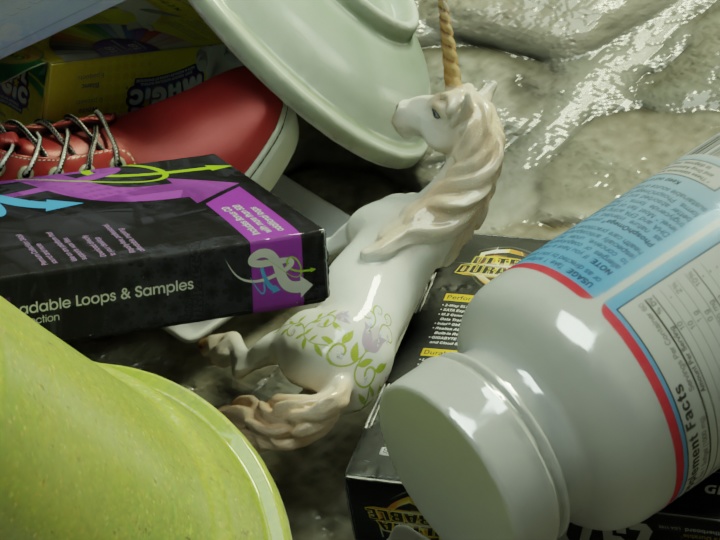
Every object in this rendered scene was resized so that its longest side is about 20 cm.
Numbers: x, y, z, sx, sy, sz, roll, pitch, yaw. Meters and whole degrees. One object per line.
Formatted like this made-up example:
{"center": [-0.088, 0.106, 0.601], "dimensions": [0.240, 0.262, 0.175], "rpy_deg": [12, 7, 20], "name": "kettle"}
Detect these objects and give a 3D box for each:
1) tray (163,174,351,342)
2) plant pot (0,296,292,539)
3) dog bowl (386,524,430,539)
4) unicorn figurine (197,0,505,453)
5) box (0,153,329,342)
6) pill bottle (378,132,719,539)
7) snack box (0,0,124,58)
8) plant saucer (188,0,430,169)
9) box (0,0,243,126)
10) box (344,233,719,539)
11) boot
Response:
{"center": [-0.101, -0.029, 1.240], "dimensions": [0.107, 0.022, 0.200], "rpy_deg": [-35, 46, -25], "name": "tray"}
{"center": [-0.144, 0.084, 0.860], "dimensions": [0.199, 0.184, 0.201], "rpy_deg": [-8, 60, 15], "name": "plant pot"}
{"center": [-0.040, 0.177, 0.958], "dimensions": [0.199, 0.059, 0.201], "rpy_deg": [-7, 41, 6], "name": "dog bowl"}
{"center": [0.000, 0.000, 1.098], "dimensions": [0.137, 0.074, 0.201], "rpy_deg": [-22, 46, 50], "name": "unicorn figurine"}
{"center": [-0.130, -0.007, 1.049], "dimensions": [0.199, 0.036, 0.143], "rpy_deg": [-10, 19, -20], "name": "box"}
{"center": [0.109, 0.029, 0.982], "dimensions": [0.200, 0.109, 0.109], "rpy_deg": [-31, 44, -22], "name": "pill bottle"}
{"center": [-0.174, -0.172, 1.171], "dimensions": [0.168, 0.068, 0.201], "rpy_deg": [-22, 38, 22], "name": "snack box"}
{"center": [-0.025, -0.139, 1.221], "dimensions": [0.050, 0.200, 0.201], "rpy_deg": [-41, 36, 19], "name": "plant saucer"}
{"center": [-0.128, -0.106, 1.256], "dimensions": [0.199, 0.049, 0.117], "rpy_deg": [-9, 28, -42], "name": "box"}
{"center": [0.110, 0.058, 1.070], "dimensions": [0.199, 0.050, 0.160], "rpy_deg": [5, 40, 18], "name": "box"}
{"center": [-0.133, -0.054, 1.142], "dimensions": [0.199, 0.144, 0.073], "rpy_deg": [-33, 45, 1], "name": "boot"}
